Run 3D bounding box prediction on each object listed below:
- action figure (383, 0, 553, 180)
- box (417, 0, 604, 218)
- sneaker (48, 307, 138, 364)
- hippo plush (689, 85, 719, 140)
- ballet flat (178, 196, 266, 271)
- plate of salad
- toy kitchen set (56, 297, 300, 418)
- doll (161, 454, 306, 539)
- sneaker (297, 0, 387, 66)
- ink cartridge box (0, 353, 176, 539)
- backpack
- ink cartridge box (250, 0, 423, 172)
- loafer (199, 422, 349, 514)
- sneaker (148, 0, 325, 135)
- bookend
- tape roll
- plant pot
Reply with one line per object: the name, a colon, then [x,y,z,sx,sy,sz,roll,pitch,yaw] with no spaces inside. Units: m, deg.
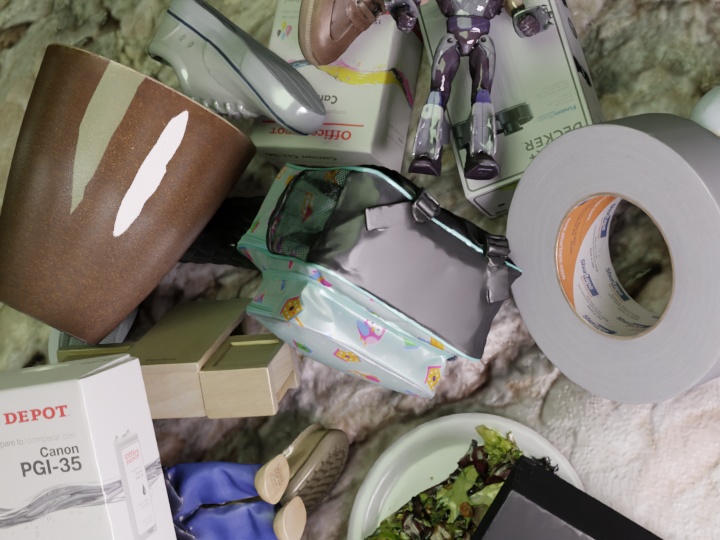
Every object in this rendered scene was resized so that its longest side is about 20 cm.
action figure: [0.082,-0.171,1.100,0.130,0.069,0.201,3,83,12]
box: [0.122,-0.156,1.154,0.116,0.060,0.200,-19,70,18]
sneaker: [-0.234,-0.004,1.273,0.071,0.073,0.200,10,80,51]
hippo plush: [0.329,-0.110,1.031,0.200,0.159,0.161,43,119,-14]
ballet flat: [-0.093,-0.029,1.227,0.200,0.057,0.067,10,73,19]
plate of salad: [0.078,0.206,1.083,0.200,0.048,0.201,-7,73,22]
toy kitchen set: [-0.138,0.133,1.181,0.200,0.163,0.181,-4,107,13]
doll: [-0.147,0.177,1.084,0.200,0.048,0.137,-10,115,21]
sneaker: [0.018,-0.251,1.147,0.075,0.070,0.200,22,85,26]
ink cartridge box: [-0.221,0.172,1.039,0.146,0.083,0.200,-10,94,23]
backpack: [0.000,0.000,1.085,0.154,0.176,0.200,-61,27,2]
ink cartridge box: [-0.020,-0.147,1.209,0.116,0.067,0.200,4,78,24]
loafer: [-0.093,0.189,1.145,0.200,0.076,0.067,-46,70,6]
sneaker: [-0.102,-0.153,1.170,0.200,0.073,0.071,43,106,39]
bookend: [0.145,0.270,0.998,0.200,0.092,0.199,30,102,6]
tape roll: [0.199,-0.009,1.023,0.200,0.066,0.201,16,112,44]
plant pot: [-0.209,-0.048,1.146,0.187,0.187,0.200,21,82,27]
